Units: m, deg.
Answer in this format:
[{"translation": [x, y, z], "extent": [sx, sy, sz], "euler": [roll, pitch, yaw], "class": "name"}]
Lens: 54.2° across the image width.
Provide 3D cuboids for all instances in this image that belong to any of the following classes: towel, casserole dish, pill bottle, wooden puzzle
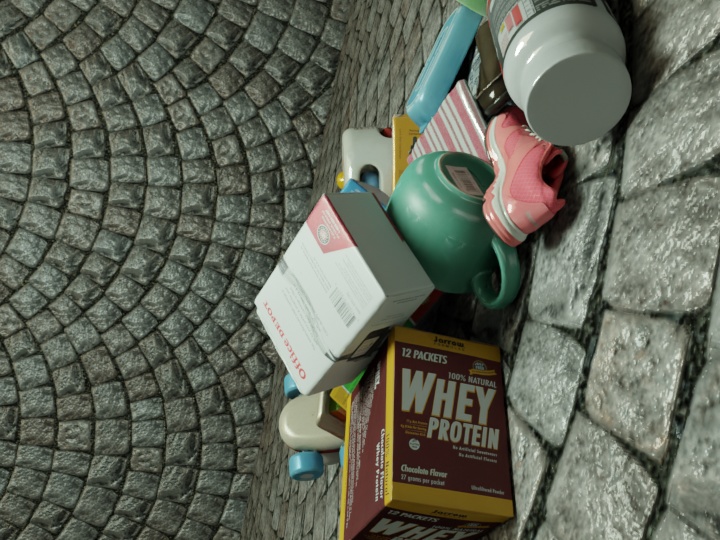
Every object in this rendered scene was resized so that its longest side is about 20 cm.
[{"translation": [0.131, -0.144, 0.962], "extent": [0.148, 0.030, 0.200], "euler": [68, 156, 15], "class": "towel"}, {"translation": [0.118, -0.297, 1.016], "extent": [0.202, 0.038, 0.121], "euler": [-64, 8, 0], "class": "casserole dish"}, {"translation": [0.191, -0.221, 0.688], "extent": [0.202, 0.114, 0.117], "euler": [-90, 17, -44], "class": "pill bottle"}, {"translation": [-0.005, 0.193, 1.157], "extent": [0.037, 0.200, 0.188], "euler": [-15, 53, 27], "class": "wooden puzzle"}]

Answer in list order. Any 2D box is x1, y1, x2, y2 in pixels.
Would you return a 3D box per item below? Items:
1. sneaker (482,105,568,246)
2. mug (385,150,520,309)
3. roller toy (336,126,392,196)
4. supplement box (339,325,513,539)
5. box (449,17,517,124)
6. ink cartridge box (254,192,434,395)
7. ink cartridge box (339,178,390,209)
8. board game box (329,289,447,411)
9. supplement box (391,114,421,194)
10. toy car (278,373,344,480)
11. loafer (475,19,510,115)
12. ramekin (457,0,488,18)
[{"translation": [0.188, -0.115, 0.766], "extent": [0.086, 0.073, 0.202], "euler": [-28, 38, 36], "class": "sneaker"}, {"translation": [0.123, -0.060, 0.830], "extent": [0.152, 0.183, 0.115], "euler": [-54, -9, -49], "class": "mug"}, {"translation": [0.026, -0.165, 1.253], "extent": [0.183, 0.137, 0.203], "euler": [93, 174, -65], "class": "roller toy"}, {"translation": [0.067, 0.207, 0.813], "extent": [0.201, 0.131, 0.200], "euler": [117, 161, -51], "class": "supplement box"}, {"translation": [0.161, -0.242, 1.003], "extent": [0.200, 0.050, 0.160], "euler": [131, 149, -66], "class": "box"}, {"translation": [-0.027, 0.030, 0.828], "extent": [0.146, 0.083, 0.201], "euler": [58, 132, 23], "class": "ink cartridge box"}, {"translation": [0.000, 0.000, 0.994], "extent": [0.201, 0.146, 0.146], "euler": [-52, -12, 11], "class": "ink cartridge box"}, {"translation": [0.048, 0.090, 0.985], "extent": [0.200, 0.040, 0.154], "euler": [-43, -14, -39], "class": "board game box"}, {"translation": [0.082, -0.146, 1.130], "extent": [0.069, 0.065, 0.204], "euler": [-75, -15, -82], "class": "supplement box"}, {"translation": [-0.045, 0.300, 1.304], "extent": [0.201, 0.174, 0.187], "euler": [69, -170, -57], "class": "toy car"}, {"translation": [0.164, -0.263, 0.848], "extent": [0.073, 0.071, 0.202], "euler": [-39, 24, 44], "class": "loafer"}, {"translation": [0.160, -0.391, 0.823], "extent": [0.098, 0.197, 0.202], "euler": [126, 155, -45], "class": "ramekin"}]
